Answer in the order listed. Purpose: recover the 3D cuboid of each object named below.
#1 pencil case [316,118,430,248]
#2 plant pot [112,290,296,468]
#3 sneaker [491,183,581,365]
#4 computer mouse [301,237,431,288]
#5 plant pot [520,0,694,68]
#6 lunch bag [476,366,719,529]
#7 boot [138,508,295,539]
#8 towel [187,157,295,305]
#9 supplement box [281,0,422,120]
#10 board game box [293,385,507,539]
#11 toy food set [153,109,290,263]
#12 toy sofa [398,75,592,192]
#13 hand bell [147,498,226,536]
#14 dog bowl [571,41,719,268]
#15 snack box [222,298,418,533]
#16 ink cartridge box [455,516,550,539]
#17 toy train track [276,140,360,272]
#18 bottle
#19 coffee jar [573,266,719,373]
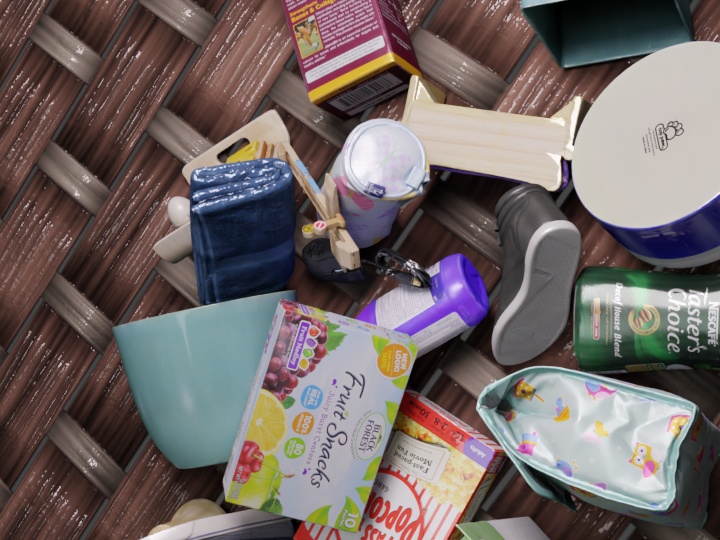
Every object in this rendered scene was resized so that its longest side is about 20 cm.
[{"bbox_3d":[0.010,-0.085,1.230,0.090,0.200,0.084,18,74,-7],"label":"pencil case"},{"bbox_3d":[-0.151,0.120,1.280,0.199,0.200,0.162,-13,87,23],"label":"plant pot"},{"bbox_3d":[0.164,0.000,1.188,0.070,0.201,0.100,-3,44,-13],"label":"sneaker"},{"bbox_3d":[0.000,0.000,1.264,0.034,0.059,0.199,-48,31,-22],"label":"computer mouse"},{"bbox_3d":[0.246,-0.332,1.195,0.140,0.141,0.202,-6,72,25],"label":"plant pot"},{"bbox_3d":[0.215,0.161,1.102,0.199,0.170,0.123,11,78,27],"label":"lunch bag"},{"bbox_3d":[-0.146,0.305,1.246,0.073,0.199,0.091,-35,66,51],"label":"boot"},{"bbox_3d":[-0.121,-0.034,1.246,0.111,0.201,0.049,-12,57,-11],"label":"towel"},{"bbox_3d":[-0.018,-0.286,1.338,0.110,0.086,0.201,-22,73,21],"label":"supplement box"},{"bbox_3d":[0.041,0.235,1.244,0.151,0.046,0.201,30,95,27],"label":"board game box"},{"bbox_3d":[-0.156,-0.101,1.336,0.143,0.061,0.200,-30,26,18],"label":"toy food set"},{"bbox_3d":[0.141,-0.136,1.237,0.199,0.083,0.098,11,90,27],"label":"toy sofa"},{"bbox_3d":[-0.234,0.303,1.273,0.104,0.199,0.105,-4,83,34],"label":"hand bell"},{"bbox_3d":[0.299,-0.108,1.109,0.199,0.079,0.201,-25,49,32],"label":"dog bowl"},{"bbox_3d":[-0.041,0.145,1.188,0.141,0.053,0.201,16,99,-14],"label":"snack box"},{"bbox_3d":[0.140,0.286,1.101,0.059,0.200,0.104,-49,64,11],"label":"ink cartridge box"},{"bbox_3d":[-0.054,-0.068,1.235,0.032,0.115,0.200,-19,44,-14],"label":"toy train track"},{"bbox_3d":[0.038,0.061,1.256,0.199,0.065,0.084,-32,26,18],"label":"bottle"},{"bbox_3d":[0.305,0.047,1.126,0.199,0.085,0.105,-1,81,25],"label":"coffee jar"}]
